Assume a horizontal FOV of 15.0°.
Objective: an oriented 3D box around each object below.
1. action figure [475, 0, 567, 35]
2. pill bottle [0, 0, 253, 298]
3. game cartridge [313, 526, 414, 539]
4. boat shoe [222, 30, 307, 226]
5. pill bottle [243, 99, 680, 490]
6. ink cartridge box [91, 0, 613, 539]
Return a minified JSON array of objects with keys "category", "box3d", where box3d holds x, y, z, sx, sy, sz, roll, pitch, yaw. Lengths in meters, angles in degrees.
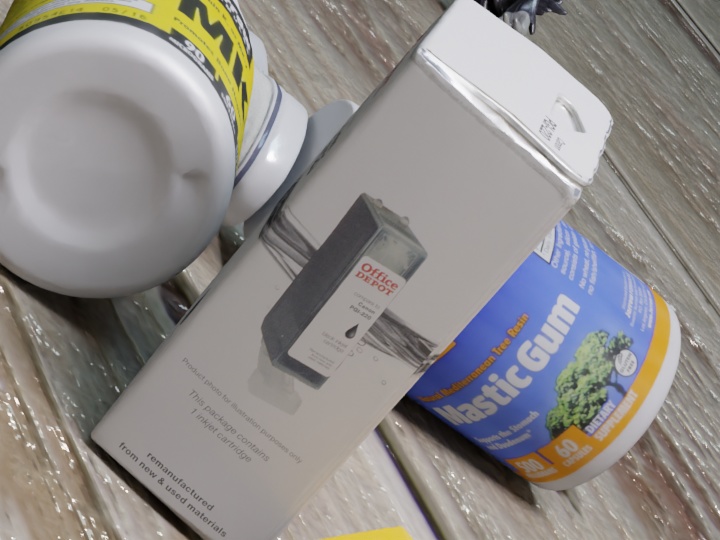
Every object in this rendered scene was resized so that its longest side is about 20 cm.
[{"category":"action figure","box3d":[0.081,-0.219,1.946,0.119,0.102,0.200,20,-33,21]},{"category":"pill bottle","box3d":[-0.103,-0.075,1.152,0.114,0.114,0.200,39,17,-13]},{"category":"game cartridge","box3d":[0.033,0.181,0.990,0.200,0.032,0.176,51,18,17]},{"category":"boat shoe","box3d":[-0.078,-0.087,1.315,0.070,0.071,0.200,35,16,-23]},{"category":"pill bottle","box3d":[0.046,0.009,1.289,0.200,0.112,0.112,35,18,-22]},{"category":"ink cartridge box","box3d":[0.000,0.000,1.053,0.085,0.200,0.146,42,17,-3]}]
